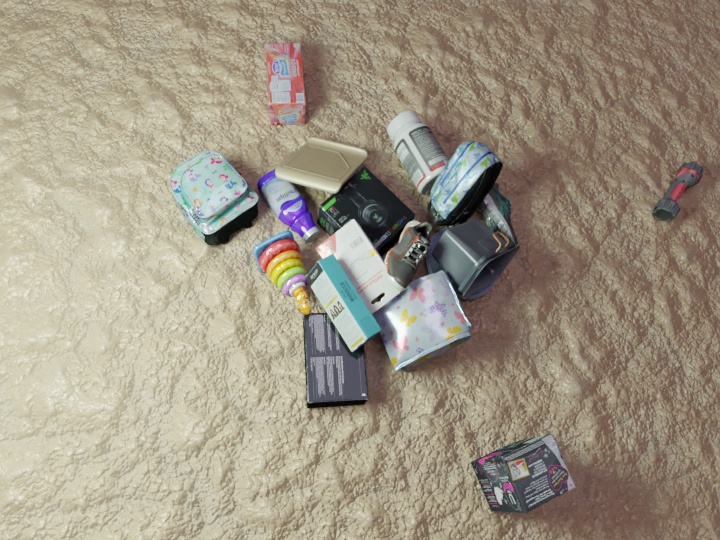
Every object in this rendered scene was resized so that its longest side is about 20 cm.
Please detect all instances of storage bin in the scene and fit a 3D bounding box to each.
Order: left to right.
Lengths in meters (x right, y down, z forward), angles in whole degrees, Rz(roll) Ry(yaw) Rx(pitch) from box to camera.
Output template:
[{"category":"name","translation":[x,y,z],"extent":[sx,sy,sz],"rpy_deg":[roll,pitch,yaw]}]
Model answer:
[{"category":"storage bin","translation":[0.273,-0.048,1.368],"extent":[0.134,0.147,0.198],"rpy_deg":[45,38,20]}]

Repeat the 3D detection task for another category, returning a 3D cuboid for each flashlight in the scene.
[{"category":"flashlight","translation":[0.914,-0.224,1.631],"extent":[0.067,0.068,0.201],"rpy_deg":[37,67,4]}]

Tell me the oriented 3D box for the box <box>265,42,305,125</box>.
[{"category":"box","translation":[-0.206,-0.508,1.554],"extent":[0.100,0.095,0.205],"rpy_deg":[-4,69,-10]}]

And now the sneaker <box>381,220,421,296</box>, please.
[{"category":"sneaker","translation":[0.111,-0.022,1.431],"extent":[0.074,0.084,0.203],"rpy_deg":[32,91,24]}]

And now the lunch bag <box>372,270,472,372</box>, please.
[{"category":"lunch bag","translation":[0.146,0.119,1.322],"extent":[0.197,0.127,0.173],"rpy_deg":[-30,72,14]}]

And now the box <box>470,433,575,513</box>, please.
[{"category":"box","translation":[0.341,0.435,1.212],"extent":[0.129,0.201,0.117],"rpy_deg":[-18,73,-15]}]

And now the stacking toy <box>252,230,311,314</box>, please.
[{"category":"stacking toy","translation":[-0.161,0.018,1.324],"extent":[0.108,0.117,0.202],"rpy_deg":[-26,62,-14]}]

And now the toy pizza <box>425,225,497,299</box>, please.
[{"category":"toy pizza","translation":[0.261,-0.020,1.470],"extent":[0.194,0.032,0.206],"rpy_deg":[4,67,-9]}]

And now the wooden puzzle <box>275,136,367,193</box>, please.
[{"category":"wooden puzzle","translation":[-0.097,-0.269,1.462],"extent":[0.181,0.038,0.201],"rpy_deg":[16,43,17]}]

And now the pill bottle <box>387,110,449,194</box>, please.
[{"category":"pill bottle","translation":[0.158,-0.317,1.525],"extent":[0.112,0.114,0.203],"rpy_deg":[-23,74,-17]}]

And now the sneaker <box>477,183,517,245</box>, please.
[{"category":"sneaker","translation":[0.376,-0.153,1.518],"extent":[0.089,0.078,0.204],"rpy_deg":[-20,74,-20]}]

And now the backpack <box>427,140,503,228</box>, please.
[{"category":"backpack","translation":[0.266,-0.223,1.431],"extent":[0.161,0.200,0.156],"rpy_deg":[-17,73,-42]}]

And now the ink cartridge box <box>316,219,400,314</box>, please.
[{"category":"ink cartridge box","translation":[0.000,0.000,1.322],"extent":[0.115,0.067,0.202],"rpy_deg":[-35,80,5]}]

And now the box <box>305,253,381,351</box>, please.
[{"category":"box","translation":[-0.040,0.072,1.266],"extent":[0.049,0.082,0.202],"rpy_deg":[-26,79,-37]}]

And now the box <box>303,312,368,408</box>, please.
[{"category":"box","translation":[-0.060,0.204,1.307],"extent":[0.137,0.079,0.206],"rpy_deg":[-2,68,-7]}]

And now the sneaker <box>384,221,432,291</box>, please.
[{"category":"sneaker","translation":[0.115,-0.044,1.293],"extent":[0.077,0.081,0.203],"rpy_deg":[38,47,-18]}]

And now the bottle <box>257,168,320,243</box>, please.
[{"category":"bottle","translation":[-0.178,-0.160,1.438],"extent":[0.083,0.066,0.202],"rpy_deg":[-32,77,-20]}]

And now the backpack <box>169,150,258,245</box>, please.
[{"category":"backpack","translation":[-0.363,-0.189,1.383],"extent":[0.176,0.151,0.201],"rpy_deg":[-36,73,-18]}]

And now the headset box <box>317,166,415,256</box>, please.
[{"category":"headset box","translation":[0.008,-0.137,1.443],"extent":[0.200,0.093,0.174],"rpy_deg":[44,68,10]}]
